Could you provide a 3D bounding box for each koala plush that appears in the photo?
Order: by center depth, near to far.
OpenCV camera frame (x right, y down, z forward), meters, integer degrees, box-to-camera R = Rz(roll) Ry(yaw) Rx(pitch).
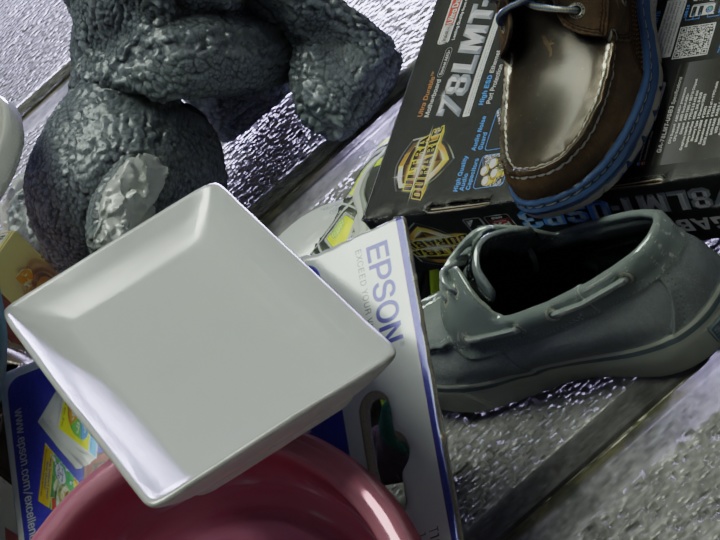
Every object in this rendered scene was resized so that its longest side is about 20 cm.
[{"bbox_3d":[-0.117,-0.081,1.610,0.177,0.184,0.200,5,64,61],"label":"koala plush"}]

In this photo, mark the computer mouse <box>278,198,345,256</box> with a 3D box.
[{"bbox_3d":[-0.051,0.024,1.456,0.200,0.044,0.110,-43,23,-1],"label":"computer mouse"}]

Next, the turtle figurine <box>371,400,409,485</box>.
[{"bbox_3d":[-0.064,0.098,1.276,0.200,0.101,0.150,-4,70,35],"label":"turtle figurine"}]

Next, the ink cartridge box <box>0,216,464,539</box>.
[{"bbox_3d":[-0.045,0.103,1.185,0.200,0.047,0.198,-20,62,20],"label":"ink cartridge box"}]

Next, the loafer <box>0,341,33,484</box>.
[{"bbox_3d":[-0.142,0.083,1.392,0.200,0.071,0.073,18,90,38],"label":"loafer"}]

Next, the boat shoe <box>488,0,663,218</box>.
[{"bbox_3d":[0.085,-0.115,1.263,0.072,0.072,0.200,-14,47,32],"label":"boat shoe"}]

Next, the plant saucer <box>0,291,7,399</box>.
[{"bbox_3d":[-0.209,0.062,1.278,0.200,0.036,0.200,-32,45,38],"label":"plant saucer"}]

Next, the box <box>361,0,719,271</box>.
[{"bbox_3d":[0.115,-0.099,1.318,0.198,0.050,0.200,-8,50,38],"label":"box"}]

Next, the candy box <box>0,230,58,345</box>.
[{"bbox_3d":[-0.214,0.052,1.575,0.200,0.115,0.055,-15,36,47],"label":"candy box"}]

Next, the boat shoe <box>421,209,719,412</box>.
[{"bbox_3d":[0.074,0.008,1.250,0.201,0.072,0.070,-12,38,50],"label":"boat shoe"}]

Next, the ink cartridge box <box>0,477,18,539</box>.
[{"bbox_3d":[-0.236,0.095,1.429,0.067,0.200,0.116,-39,24,9],"label":"ink cartridge box"}]

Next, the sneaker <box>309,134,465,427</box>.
[{"bbox_3d":[0.000,0.000,1.379,0.076,0.075,0.200,-17,33,45],"label":"sneaker"}]

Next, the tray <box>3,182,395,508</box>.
[{"bbox_3d":[-0.064,0.030,1.151,0.107,0.022,0.200,-33,29,-9],"label":"tray"}]

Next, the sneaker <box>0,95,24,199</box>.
[{"bbox_3d":[-0.250,-0.033,1.519,0.075,0.088,0.200,-14,35,51],"label":"sneaker"}]

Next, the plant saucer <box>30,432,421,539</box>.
[{"bbox_3d":[-0.051,0.157,1.111,0.200,0.051,0.201,-11,67,28],"label":"plant saucer"}]
